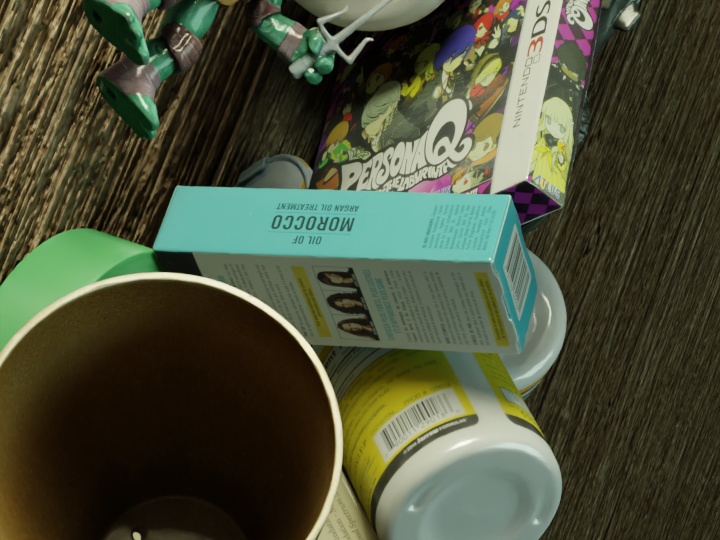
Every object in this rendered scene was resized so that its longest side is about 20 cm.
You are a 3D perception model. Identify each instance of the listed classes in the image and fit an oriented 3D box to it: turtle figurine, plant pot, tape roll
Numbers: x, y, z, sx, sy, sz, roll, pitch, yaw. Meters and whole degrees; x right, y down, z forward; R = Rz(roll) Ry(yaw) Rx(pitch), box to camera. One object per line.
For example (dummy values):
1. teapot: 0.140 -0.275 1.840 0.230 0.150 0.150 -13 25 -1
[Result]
1. turtle figurine: -0.060 -0.166 1.380 0.200 0.100 0.150 -40 133 -23
2. plant pot: -0.102 0.129 1.326 0.187 0.185 0.200 -61 168 -24
3. tape roll: -0.162 0.079 1.412 0.201 0.048 0.202 -49 150 -43

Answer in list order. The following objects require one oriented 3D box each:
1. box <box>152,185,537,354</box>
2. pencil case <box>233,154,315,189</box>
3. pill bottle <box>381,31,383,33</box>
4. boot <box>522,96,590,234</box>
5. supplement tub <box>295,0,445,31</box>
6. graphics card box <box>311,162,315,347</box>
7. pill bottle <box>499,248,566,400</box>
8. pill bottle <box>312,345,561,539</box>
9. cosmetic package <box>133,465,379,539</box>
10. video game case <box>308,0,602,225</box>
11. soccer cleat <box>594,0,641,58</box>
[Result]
1. box: -0.008 -0.001 1.398 0.083 0.198 0.049 70 30 -47
2. pencil case: 0.000 0.000 1.598 0.199 0.083 0.091 29 54 -42
3. pill bottle: 0.071 -0.160 1.651 0.113 0.111 0.201 79 17 -52
4. boot: 0.119 -0.104 1.820 0.158 0.079 0.213 52 33 -64
5. supplement tub: 0.036 -0.239 1.504 0.200 0.144 0.146 -41 143 -52
6. graphics card box: -0.011 -0.005 1.708 0.201 0.051 0.125 -67 158 -10
7. pill bottle: 0.069 0.061 1.800 0.117 0.116 0.200 -61 180 -25
8. pill bottle: 0.033 0.076 1.474 0.110 0.201 0.112 -12 132 -14
9. cosmetic package: -0.080 0.186 1.488 0.199 0.104 0.073 -33 153 3
10. video game case: 0.049 -0.085 1.462 0.036 0.199 0.182 36 51 -30
11. soccer cleat: 0.102 -0.135 1.537 0.200 0.086 0.070 -51 142 -3
